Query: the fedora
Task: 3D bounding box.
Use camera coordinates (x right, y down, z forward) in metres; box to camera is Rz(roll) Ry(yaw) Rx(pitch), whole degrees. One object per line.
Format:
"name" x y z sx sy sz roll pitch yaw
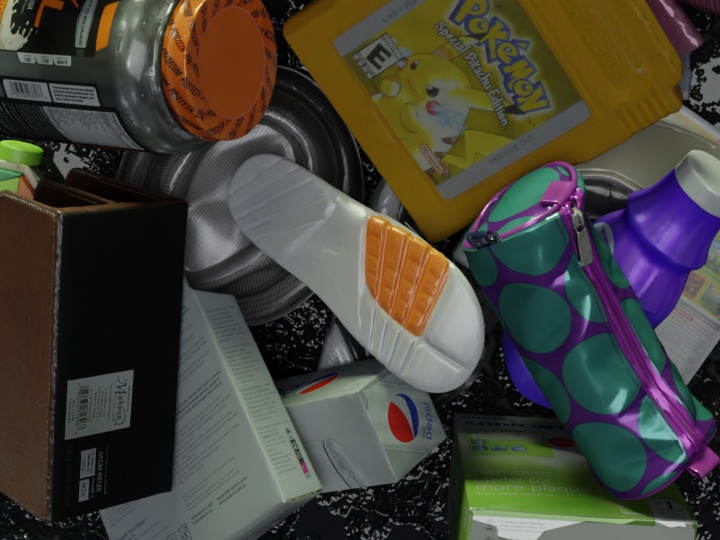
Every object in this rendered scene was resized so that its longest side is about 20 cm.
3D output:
"fedora" -0.089 -0.047 0.966 0.177 0.090 0.200 41 99 -6

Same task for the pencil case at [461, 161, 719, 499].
"pencil case" 0.141 0.039 0.848 0.085 0.092 0.201 -38 104 -28

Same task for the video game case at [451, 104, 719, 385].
"video game case" 0.196 -0.032 0.996 0.199 0.023 0.183 33 100 -3

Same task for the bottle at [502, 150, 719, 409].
"bottle" 0.173 0.006 0.919 0.065 0.084 0.200 21 128 -23

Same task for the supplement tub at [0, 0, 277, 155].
"supplement tub" -0.160 -0.141 0.898 0.198 0.122 0.124 8 102 31

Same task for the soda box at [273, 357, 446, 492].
"soda box" -0.040 0.114 0.956 0.199 0.063 0.069 -16 102 43

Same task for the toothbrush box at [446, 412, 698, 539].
"toothbrush box" 0.136 0.170 0.944 0.144 0.200 0.087 4 100 1

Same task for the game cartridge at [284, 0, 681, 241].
"game cartridge" 0.078 -0.132 0.856 0.199 0.033 0.177 -28 108 28

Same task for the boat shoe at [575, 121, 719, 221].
"boat shoe" 0.164 -0.066 0.959 0.197 0.057 0.068 6 65 -2

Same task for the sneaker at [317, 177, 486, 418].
"sneaker" 0.043 0.020 0.986 0.113 0.076 0.202 17 106 -2

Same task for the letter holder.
"letter holder" -0.201 0.041 0.921 0.141 0.100 0.202 18 109 43

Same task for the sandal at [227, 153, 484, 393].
"sandal" 0.004 -0.007 0.901 0.206 0.059 0.079 41 104 16

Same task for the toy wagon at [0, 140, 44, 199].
"toy wagon" -0.316 -0.027 1.003 0.198 0.040 0.157 12 100 -1

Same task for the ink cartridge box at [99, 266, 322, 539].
"ink cartridge box" -0.132 0.106 0.960 0.196 0.043 0.202 -39 68 40

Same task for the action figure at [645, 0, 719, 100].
"action figure" 0.238 -0.189 0.900 0.198 0.148 0.136 12 89 33
